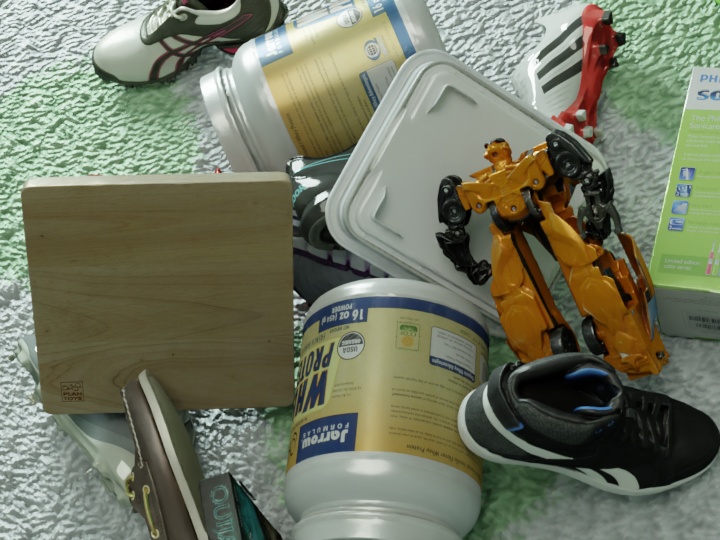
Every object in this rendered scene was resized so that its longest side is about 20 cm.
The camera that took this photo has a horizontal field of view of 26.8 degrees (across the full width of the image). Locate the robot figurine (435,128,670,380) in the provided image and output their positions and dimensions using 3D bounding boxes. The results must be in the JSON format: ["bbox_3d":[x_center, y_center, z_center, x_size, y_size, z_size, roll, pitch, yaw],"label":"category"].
[{"bbox_3d":[0.140,-0.006,1.102,0.145,0.058,0.200,-21,96,31],"label":"robot figurine"}]

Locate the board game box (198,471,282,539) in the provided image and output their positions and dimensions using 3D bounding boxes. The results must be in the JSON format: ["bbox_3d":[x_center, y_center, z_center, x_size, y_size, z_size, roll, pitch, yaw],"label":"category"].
[{"bbox_3d":[-0.067,0.259,1.069,0.028,0.135,0.200,-17,58,5],"label":"board game box"}]

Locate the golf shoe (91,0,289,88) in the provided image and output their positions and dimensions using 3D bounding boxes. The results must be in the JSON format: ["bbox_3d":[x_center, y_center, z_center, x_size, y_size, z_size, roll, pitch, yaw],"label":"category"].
[{"bbox_3d":[-0.169,-0.234,1.419,0.200,0.088,0.077,-13,60,14],"label":"golf shoe"}]

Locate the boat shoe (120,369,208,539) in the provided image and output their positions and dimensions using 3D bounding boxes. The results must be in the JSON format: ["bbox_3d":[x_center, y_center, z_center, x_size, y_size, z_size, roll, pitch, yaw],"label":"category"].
[{"bbox_3d":[-0.146,0.176,1.154,0.059,0.072,0.200,-24,84,5],"label":"boat shoe"}]

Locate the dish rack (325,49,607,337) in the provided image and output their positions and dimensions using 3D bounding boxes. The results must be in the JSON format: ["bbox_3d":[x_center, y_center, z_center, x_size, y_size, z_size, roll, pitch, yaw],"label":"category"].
[{"bbox_3d":[0.090,-0.056,1.157,0.172,0.200,0.044,-61,17,-2],"label":"dish rack"}]

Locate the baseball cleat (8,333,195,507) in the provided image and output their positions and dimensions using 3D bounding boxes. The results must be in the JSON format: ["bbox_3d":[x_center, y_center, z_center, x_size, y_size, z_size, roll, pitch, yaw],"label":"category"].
[{"bbox_3d":[-0.205,0.111,1.256,0.106,0.070,0.200,-33,59,-18],"label":"baseball cleat"}]

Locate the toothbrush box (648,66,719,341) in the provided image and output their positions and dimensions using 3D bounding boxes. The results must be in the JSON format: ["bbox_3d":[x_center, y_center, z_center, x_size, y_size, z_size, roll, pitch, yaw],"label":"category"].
[{"bbox_3d":[0.310,-0.048,1.142,0.145,0.086,0.200,5,64,23],"label":"toothbrush box"}]

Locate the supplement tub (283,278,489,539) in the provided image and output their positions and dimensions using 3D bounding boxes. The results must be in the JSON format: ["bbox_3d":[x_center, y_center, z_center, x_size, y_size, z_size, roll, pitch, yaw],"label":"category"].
[{"bbox_3d":[0.020,0.122,1.111,0.144,0.144,0.200,-4,60,17],"label":"supplement tub"}]

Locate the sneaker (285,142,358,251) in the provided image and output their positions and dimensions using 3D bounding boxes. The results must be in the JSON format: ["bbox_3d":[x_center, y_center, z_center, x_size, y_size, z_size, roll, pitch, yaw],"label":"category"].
[{"bbox_3d":[0.034,-0.077,1.215,0.200,0.075,0.079,-11,51,-27],"label":"sneaker"}]

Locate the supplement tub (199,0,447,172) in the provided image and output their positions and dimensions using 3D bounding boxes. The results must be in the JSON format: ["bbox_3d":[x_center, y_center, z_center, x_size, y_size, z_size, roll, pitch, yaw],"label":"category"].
[{"bbox_3d":[-0.020,-0.149,1.281,0.200,0.145,0.145,-23,56,5],"label":"supplement tub"}]

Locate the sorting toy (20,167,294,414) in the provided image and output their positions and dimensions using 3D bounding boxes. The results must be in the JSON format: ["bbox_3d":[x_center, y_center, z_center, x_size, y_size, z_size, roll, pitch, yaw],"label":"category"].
[{"bbox_3d":[-0.153,0.008,1.184,0.200,0.199,0.070,-1,28,-4],"label":"sorting toy"}]

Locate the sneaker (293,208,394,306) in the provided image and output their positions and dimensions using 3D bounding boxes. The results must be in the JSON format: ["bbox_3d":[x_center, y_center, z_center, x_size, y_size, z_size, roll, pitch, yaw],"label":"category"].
[{"bbox_3d":[0.000,0.000,1.248,0.200,0.088,0.074,18,40,6],"label":"sneaker"}]

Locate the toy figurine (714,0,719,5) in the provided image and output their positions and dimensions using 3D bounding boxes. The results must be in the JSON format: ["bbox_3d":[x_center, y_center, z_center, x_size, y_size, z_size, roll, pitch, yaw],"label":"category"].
[{"bbox_3d":[0.347,-0.262,1.193,0.150,0.184,0.200,-39,56,-5],"label":"toy figurine"}]

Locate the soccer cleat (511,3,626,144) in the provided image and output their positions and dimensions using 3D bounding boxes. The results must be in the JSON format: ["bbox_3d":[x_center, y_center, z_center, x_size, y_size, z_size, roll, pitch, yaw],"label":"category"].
[{"bbox_3d":[0.160,-0.138,1.264,0.085,0.069,0.200,1,62,36],"label":"soccer cleat"}]

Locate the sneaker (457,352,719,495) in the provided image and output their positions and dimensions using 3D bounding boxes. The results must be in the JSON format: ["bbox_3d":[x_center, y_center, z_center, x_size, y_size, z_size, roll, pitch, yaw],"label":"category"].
[{"bbox_3d":[0.177,0.105,1.038,0.200,0.112,0.073,7,67,-16],"label":"sneaker"}]
